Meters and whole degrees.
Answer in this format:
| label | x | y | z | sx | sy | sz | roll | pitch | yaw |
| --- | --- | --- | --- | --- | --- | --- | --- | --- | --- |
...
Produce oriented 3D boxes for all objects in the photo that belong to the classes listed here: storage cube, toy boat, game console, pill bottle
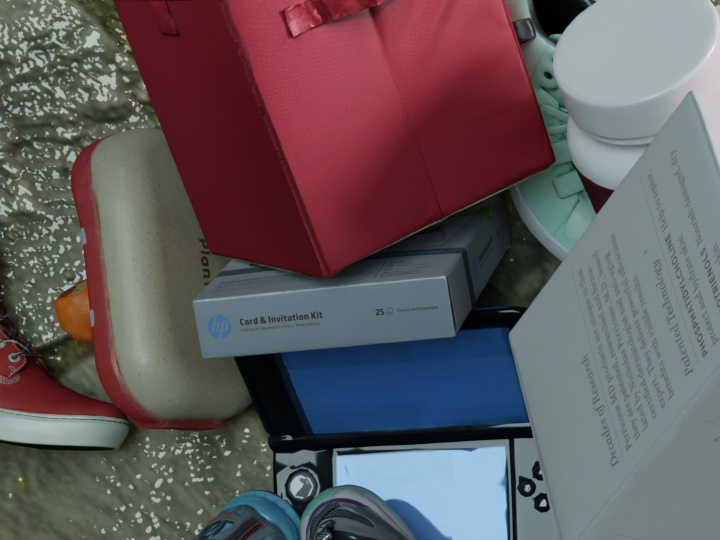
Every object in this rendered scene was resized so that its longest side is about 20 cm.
| label | x | y | z | sx | sy | sz | roll | pitch | yaw |
| --- | --- | --- | --- | --- | --- | --- | --- | --- | --- |
| storage cube | -0.018 | -0.115 | 1.412 | 0.171 | 0.200 | 0.180 | -27 | 108 | -22 |
| toy boat | -0.146 | 0.011 | 1.546 | 0.131 | 0.130 | 0.201 | -17 | 74 | 36 |
| game console | 0.027 | 0.121 | 1.468 | 0.199 | 0.118 | 0.171 | -4 | 79 | 15 |
| pill bottle | 0.184 | -0.059 | 1.360 | 0.114 | 0.200 | 0.114 | -15 | 43 | 15 |

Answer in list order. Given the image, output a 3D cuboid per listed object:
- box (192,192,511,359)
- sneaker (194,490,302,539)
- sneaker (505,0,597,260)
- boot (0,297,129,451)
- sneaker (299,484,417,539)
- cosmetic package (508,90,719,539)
| label | x | y | z | sx | sy | sz | roll | pitch | yaw |
| --- | --- | --- | --- | --- | --- | --- | --- | --- | --- |
| box | 0.000 | 0.000 | 1.458 | 0.155 | 0.200 | 0.041 | -5 | 104 | 15 |
| sneaker | -0.110 | 0.228 | 1.481 | 0.079 | 0.095 | 0.200 | 30 | 111 | 16 |
| sneaker | 0.134 | -0.086 | 1.450 | 0.074 | 0.118 | 0.201 | -30 | 89 | -23 |
| boot | -0.236 | 0.043 | 1.584 | 0.200 | 0.072 | 0.145 | 10 | 81 | 21 |
| sneaker | 0.035 | 0.223 | 1.413 | 0.078 | 0.140 | 0.200 | -44 | 96 | 5 |
| cosmetic package | 0.208 | 0.046 | 1.267 | 0.200 | 0.167 | 0.167 | -57 | 30 | 37 |
